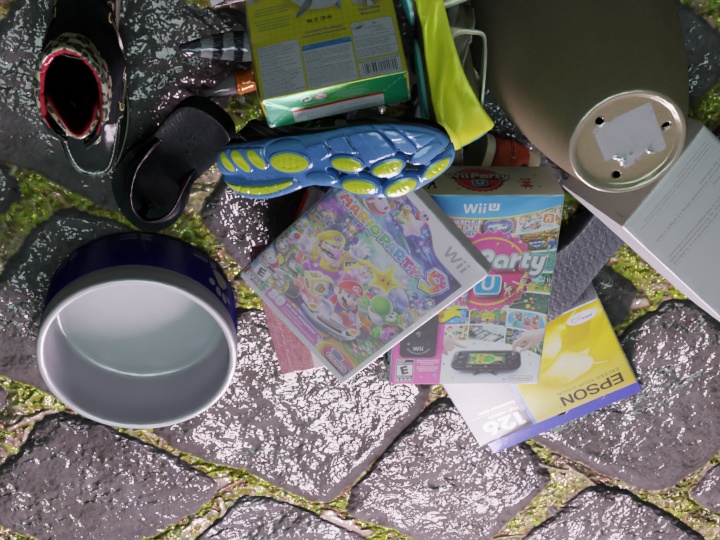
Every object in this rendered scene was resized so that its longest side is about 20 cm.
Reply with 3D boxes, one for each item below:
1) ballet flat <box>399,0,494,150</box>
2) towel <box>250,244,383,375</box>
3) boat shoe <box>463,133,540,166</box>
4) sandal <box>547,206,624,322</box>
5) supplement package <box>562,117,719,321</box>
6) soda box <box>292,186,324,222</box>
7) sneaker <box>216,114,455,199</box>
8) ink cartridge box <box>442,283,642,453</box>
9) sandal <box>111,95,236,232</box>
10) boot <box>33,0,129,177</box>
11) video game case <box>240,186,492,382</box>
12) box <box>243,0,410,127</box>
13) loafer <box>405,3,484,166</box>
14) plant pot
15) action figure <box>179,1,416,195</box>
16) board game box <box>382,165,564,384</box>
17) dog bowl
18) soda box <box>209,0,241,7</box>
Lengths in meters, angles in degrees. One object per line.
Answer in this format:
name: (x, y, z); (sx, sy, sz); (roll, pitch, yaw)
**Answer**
ballet flat: (0.064, -0.198, 0.907); (0.066, 0.067, 0.203); (-13, 93, 1)
towel: (0.004, 0.022, 1.088); (0.197, 0.023, 0.145); (-10, 122, 1)
boat shoe: (0.105, -0.043, 1.109); (0.062, 0.072, 0.201); (15, 121, -21)
sandal: (0.212, -0.014, 1.161); (0.200, 0.043, 0.076); (-42, 121, 12)
supplement package: (0.312, -0.053, 1.072); (0.199, 0.117, 0.117); (37, 96, -29)
soda box: (-0.027, -0.040, 1.095); (0.067, 0.064, 0.201); (14, 126, -16)
sneaker: (-0.020, -0.104, 0.898); (0.197, 0.083, 0.071); (0, 137, 26)
ink cartridge box: (0.202, 0.123, 1.265); (0.196, 0.047, 0.201); (-25, 124, 12)
sandal: (-0.180, -0.086, 1.017); (0.075, 0.048, 0.200); (33, 142, -12)
boot: (-0.233, -0.136, 0.937); (0.072, 0.155, 0.205); (3, 128, -8)
video game case: (0.000, 0.000, 0.997); (0.143, 0.018, 0.200); (47, 126, -6)
box: (-0.035, -0.218, 0.886); (0.116, 0.202, 0.048); (-10, 159, 1)
loafer: (0.079, -0.155, 1.012); (0.069, 0.076, 0.201); (2, 135, -7)
plant pot: (0.195, -0.161, 0.937); (0.185, 0.201, 0.189); (-3, 128, -4)
action figure: (-0.048, -0.158, 0.952); (0.191, 0.105, 0.203); (9, 104, 8)
board game box: (0.098, 0.006, 1.037); (0.145, 0.065, 0.202); (0, 120, -4)
dog bowl: (-0.223, 0.063, 1.146); (0.197, 0.079, 0.202); (-3, 128, -4)
soda box: (-0.086, -0.271, 0.816); (0.062, 0.201, 0.071); (-12, 129, 3)
